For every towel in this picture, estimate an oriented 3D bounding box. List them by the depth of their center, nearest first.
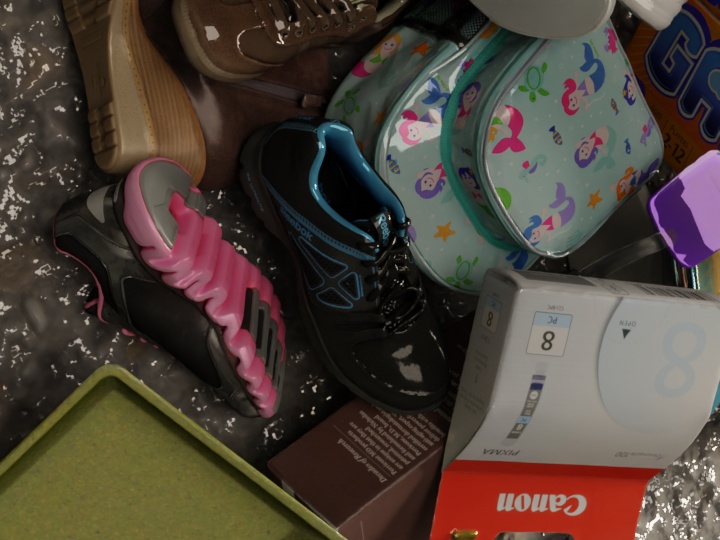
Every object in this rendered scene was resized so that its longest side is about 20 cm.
[{"bbox_3d":[0.237,0.018,1.162,0.200,0.022,0.147,-21,106,-71],"label":"towel"}]

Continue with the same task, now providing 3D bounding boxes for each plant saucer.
[{"bbox_3d":[-0.137,0.160,0.976,0.200,0.048,0.200,-42,115,15],"label":"plant saucer"}]

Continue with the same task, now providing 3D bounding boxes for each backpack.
[{"bbox_3d":[0.082,-0.085,1.070,0.200,0.151,0.178,-40,124,-14],"label":"backpack"}]

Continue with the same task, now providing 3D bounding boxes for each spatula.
[{"bbox_3d":[0.153,-0.001,1.052,0.200,0.021,0.057,-32,102,5],"label":"spatula"}]

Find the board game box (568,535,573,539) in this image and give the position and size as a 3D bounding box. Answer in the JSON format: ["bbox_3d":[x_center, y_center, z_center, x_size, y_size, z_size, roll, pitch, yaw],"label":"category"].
[{"bbox_3d":[0.204,0.295,1.201,0.200,0.064,0.148,35,75,-24],"label":"board game box"}]

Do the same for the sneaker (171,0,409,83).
[{"bbox_3d":[-0.034,-0.163,0.995,0.200,0.075,0.071,-30,97,-58],"label":"sneaker"}]

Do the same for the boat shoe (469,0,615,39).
[{"bbox_3d":[0.070,-0.201,1.006,0.064,0.200,0.071,-25,141,-58],"label":"boat shoe"}]

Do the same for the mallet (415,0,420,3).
[{"bbox_3d":[0.006,-0.224,1.089,0.200,0.041,0.066,29,76,-32],"label":"mallet"}]

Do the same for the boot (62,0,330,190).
[{"bbox_3d":[-0.094,-0.147,1.030,0.166,0.072,0.200,-3,90,-42],"label":"boot"}]

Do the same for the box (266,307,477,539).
[{"bbox_3d":[0.041,0.114,1.075,0.200,0.075,0.100,-34,144,-22],"label":"box"}]

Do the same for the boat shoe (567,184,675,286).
[{"bbox_3d":[0.203,0.018,1.190,0.068,0.072,0.200,-21,96,-48],"label":"boat shoe"}]

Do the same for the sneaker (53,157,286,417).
[{"bbox_3d":[-0.114,0.019,1.015,0.079,0.095,0.200,-82,150,-47],"label":"sneaker"}]

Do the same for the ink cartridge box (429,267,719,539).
[{"bbox_3d":[0.133,0.104,1.030,0.160,0.047,0.200,5,103,-27],"label":"ink cartridge box"}]

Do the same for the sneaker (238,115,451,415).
[{"bbox_3d":[0.000,0.000,0.997,0.073,0.082,0.200,-38,104,-29],"label":"sneaker"}]

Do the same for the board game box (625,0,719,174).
[{"bbox_3d":[0.328,-0.137,1.128,0.199,0.200,0.200,6,124,-31],"label":"board game box"}]

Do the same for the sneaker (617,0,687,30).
[{"bbox_3d":[0.139,-0.241,1.031,0.200,0.075,0.089,37,101,-21],"label":"sneaker"}]
